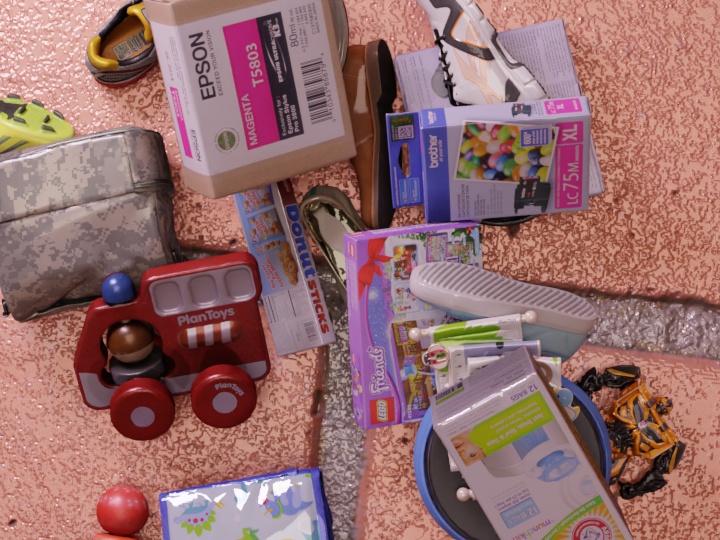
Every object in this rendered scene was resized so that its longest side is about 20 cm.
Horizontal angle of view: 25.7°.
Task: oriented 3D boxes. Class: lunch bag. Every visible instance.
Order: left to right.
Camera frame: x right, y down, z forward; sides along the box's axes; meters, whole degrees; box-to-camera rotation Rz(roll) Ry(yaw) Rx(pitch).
[{"bbox_3d":[-0.283,-0.045,1.605,0.200,0.139,0.168,-12,89,2],"label":"lunch bag"},{"bbox_3d":[-0.107,0.307,1.604,0.170,0.127,0.200,-10,99,1],"label":"lunch bag"}]

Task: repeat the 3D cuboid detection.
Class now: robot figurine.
[{"bbox_3d":[0.239,0.188,1.636,0.200,0.058,0.145,-31,90,0],"label":"robot figurine"}]

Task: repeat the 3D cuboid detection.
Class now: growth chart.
[{"bbox_3d":[0.140,0.134,1.547,0.145,0.018,0.200,-14,101,4],"label":"growth chart"}]

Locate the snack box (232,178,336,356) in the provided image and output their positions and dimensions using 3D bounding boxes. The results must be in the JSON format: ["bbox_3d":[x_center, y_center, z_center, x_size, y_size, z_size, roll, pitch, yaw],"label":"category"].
[{"bbox_3d":[-0.083,-0.014,1.639,0.024,0.072,0.200,-15,89,-44],"label":"snack box"}]

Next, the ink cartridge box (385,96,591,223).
[{"bbox_3d":[0.128,-0.108,1.575,0.200,0.042,0.119,-3,128,2],"label":"ink cartridge box"}]

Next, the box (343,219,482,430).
[{"bbox_3d":[0.057,0.054,1.608,0.137,0.039,0.200,-7,104,-18],"label":"box"}]

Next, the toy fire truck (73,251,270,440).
[{"bbox_3d":[-0.190,0.068,1.584,0.200,0.112,0.168,-9,118,0],"label":"toy fire truck"}]

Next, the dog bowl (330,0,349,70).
[{"bbox_3d":[-0.116,-0.238,1.605,0.200,0.074,0.200,-7,106,-25],"label":"dog bowl"}]

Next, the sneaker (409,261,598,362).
[{"bbox_3d":[0.135,0.052,1.578,0.200,0.074,0.082,15,115,-14],"label":"sneaker"}]

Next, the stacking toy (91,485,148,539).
[{"bbox_3d":[-0.261,0.322,1.633,0.085,0.085,0.200,7,84,1],"label":"stacking toy"}]

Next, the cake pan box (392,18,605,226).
[{"bbox_3d":[0.144,-0.147,1.648,0.184,0.052,0.200,-14,89,2],"label":"cake pan box"}]

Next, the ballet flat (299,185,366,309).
[{"bbox_3d":[0.000,0.000,1.639,0.069,0.069,0.200,-35,89,0],"label":"ballet flat"}]

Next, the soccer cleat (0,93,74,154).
[{"bbox_3d":[-0.400,-0.140,1.657,0.200,0.065,0.084,6,119,-3],"label":"soccer cleat"}]

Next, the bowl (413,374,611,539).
[{"bbox_3d":[0.154,0.192,1.589,0.200,0.039,0.201,0,90,1],"label":"bowl"}]

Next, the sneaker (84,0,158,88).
[{"bbox_3d":[-0.199,-0.261,1.637,0.200,0.082,0.078,-40,89,-1],"label":"sneaker"}]

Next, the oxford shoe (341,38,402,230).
[{"bbox_3d":[0.001,-0.137,1.648,0.071,0.071,0.200,-6,83,18],"label":"oxford shoe"}]

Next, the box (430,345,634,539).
[{"bbox_3d":[0.163,0.190,1.498,0.112,0.101,0.200,-29,100,6],"label":"box"}]

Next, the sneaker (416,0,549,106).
[{"bbox_3d":[0.107,-0.214,1.590,0.080,0.074,0.200,-38,88,1],"label":"sneaker"}]

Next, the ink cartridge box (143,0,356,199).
[{"bbox_3d":[-0.104,-0.188,1.541,0.165,0.075,0.200,-20,112,-22],"label":"ink cartridge box"}]
